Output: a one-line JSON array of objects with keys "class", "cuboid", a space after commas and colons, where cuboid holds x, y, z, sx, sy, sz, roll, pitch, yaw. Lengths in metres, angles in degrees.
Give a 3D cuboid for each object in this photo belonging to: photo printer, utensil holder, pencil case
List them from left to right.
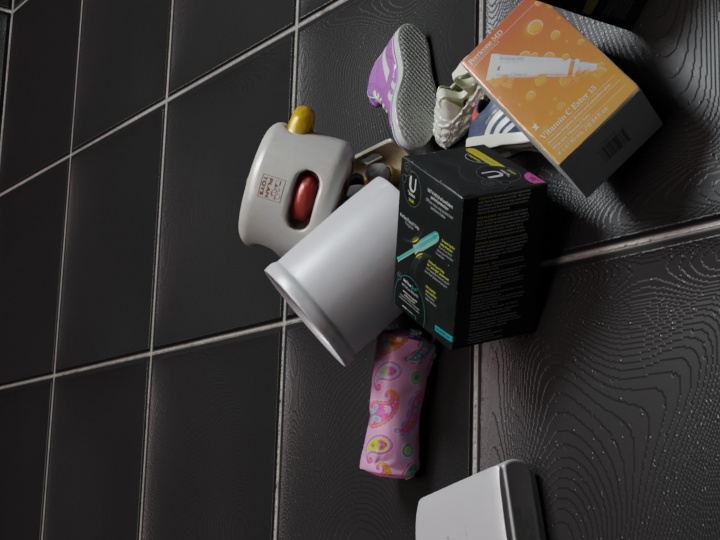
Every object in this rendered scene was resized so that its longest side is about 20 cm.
[{"class": "utensil holder", "cuboid": [0.000, 0.000, 1.808, 0.199, 0.171, 0.170, -40, 37, -6]}, {"class": "pencil case", "cuboid": [0.051, 0.178, 1.831, 0.087, 0.087, 0.203, 5, 86, 57]}, {"class": "photo printer", "cuboid": [0.141, 0.339, 1.663, 0.199, 0.069, 0.169, -34, 55, 48]}]

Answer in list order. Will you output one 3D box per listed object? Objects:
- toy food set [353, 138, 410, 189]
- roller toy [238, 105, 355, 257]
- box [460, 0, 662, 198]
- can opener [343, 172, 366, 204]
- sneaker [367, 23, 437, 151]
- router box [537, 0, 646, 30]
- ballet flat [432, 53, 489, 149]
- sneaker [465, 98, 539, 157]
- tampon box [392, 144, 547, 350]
[{"class": "toy food set", "cuboid": [0.013, -0.075, 1.969, 0.143, 0.060, 0.203, -20, 65, 53]}, {"class": "roller toy", "cuboid": [-0.095, -0.112, 1.924, 0.201, 0.138, 0.184, 102, -174, -49]}, {"class": "box", "cuboid": [0.231, -0.205, 1.564, 0.124, 0.097, 0.200, -44, 55, 7]}, {"class": "can opener", "cuboid": [-0.015, -0.036, 1.939, 0.067, 0.052, 0.202, -85, 11, -69]}, {"class": "sneaker", "cuboid": [0.056, -0.240, 1.944, 0.114, 0.072, 0.203, -41, 39, 49]}, {"class": "router box", "cuboid": [0.288, -0.387, 1.539, 0.201, 0.156, 0.052, -62, 38, 26]}, {"class": "ballet flat", "cuboid": [0.140, -0.245, 1.813, 0.200, 0.071, 0.072, -49, 45, 40]}, {"class": "sneaker", "cuboid": [0.202, -0.192, 1.697, 0.199, 0.074, 0.086, 2, 84, 55]}, {"class": "tampon box", "cuboid": [0.132, -0.032, 1.666, 0.150, 0.125, 0.203, 40, 134, 52]}]
